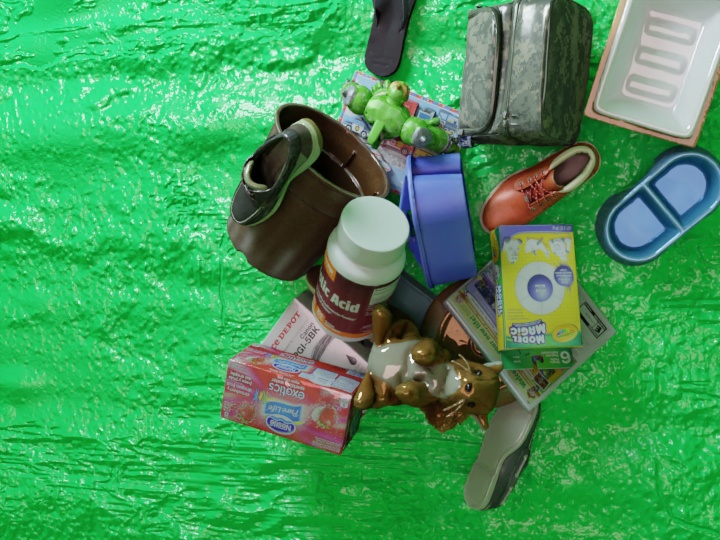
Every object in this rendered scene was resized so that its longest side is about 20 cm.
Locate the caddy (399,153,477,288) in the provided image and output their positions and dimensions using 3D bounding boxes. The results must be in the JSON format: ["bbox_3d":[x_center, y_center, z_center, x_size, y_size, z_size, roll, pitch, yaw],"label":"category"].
[{"bbox_3d":[0.107,-0.072,1.116,0.103,0.142,0.203,-9,122,9],"label":"caddy"}]

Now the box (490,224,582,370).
[{"bbox_3d":[0.251,0.038,1.104,0.115,0.048,0.205,-2,83,-7],"label":"box"}]

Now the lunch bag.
[{"bbox_3d":[0.218,-0.271,1.080,0.166,0.138,0.205,10,99,42],"label":"lunch bag"}]

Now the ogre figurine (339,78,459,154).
[{"bbox_3d":[0.048,-0.220,1.119,0.098,0.120,0.201,-41,87,16],"label":"ogre figurine"}]

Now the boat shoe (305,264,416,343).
[{"bbox_3d":[-0.005,0.065,1.211,0.198,0.072,0.065,31,141,10],"label":"boat shoe"}]

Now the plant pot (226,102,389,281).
[{"bbox_3d":[-0.090,-0.105,1.153,0.200,0.200,0.199,43,120,6],"label":"plant pot"}]

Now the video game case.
[{"bbox_3d":[0.249,0.069,1.133,0.181,0.022,0.201,-38,87,-11],"label":"video game case"}]

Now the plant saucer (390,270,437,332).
[{"bbox_3d":[0.118,0.083,1.210,0.199,0.019,0.070,37,105,7],"label":"plant saucer"}]

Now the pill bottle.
[{"bbox_3d":[0.000,0.000,1.088,0.113,0.115,0.202,29,140,9],"label":"pill bottle"}]

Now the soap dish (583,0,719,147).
[{"bbox_3d":[0.410,-0.288,1.052,0.154,0.081,0.204,18,101,11],"label":"soap dish"}]

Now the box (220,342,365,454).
[{"bbox_3d":[-0.098,0.188,1.151,0.196,0.100,0.098,14,102,12],"label":"box"}]

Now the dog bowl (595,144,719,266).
[{"bbox_3d":[0.425,-0.090,1.090,0.199,0.050,0.112,-42,86,15],"label":"dog bowl"}]

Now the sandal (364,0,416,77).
[{"bbox_3d":[0.046,-0.395,1.153,0.074,0.043,0.205,7,99,14],"label":"sandal"}]

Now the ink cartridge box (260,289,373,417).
[{"bbox_3d":[-0.060,0.152,1.231,0.199,0.083,0.148,40,106,6],"label":"ink cartridge box"}]

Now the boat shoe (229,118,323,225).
[{"bbox_3d":[-0.127,-0.126,1.017,0.200,0.065,0.073,-40,74,40],"label":"boat shoe"}]

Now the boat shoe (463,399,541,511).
[{"bbox_3d":[0.229,0.281,1.195,0.061,0.073,0.203,22,98,-33],"label":"boat shoe"}]

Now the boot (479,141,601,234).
[{"bbox_3d":[0.251,-0.117,1.104,0.198,0.107,0.076,-36,89,18],"label":"boot"}]

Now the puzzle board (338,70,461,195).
[{"bbox_3d":[0.055,-0.201,1.190,0.197,0.017,0.153,24,102,11],"label":"puzzle board"}]

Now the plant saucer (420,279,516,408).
[{"bbox_3d":[0.186,0.110,1.168,0.195,0.035,0.205,0,89,9],"label":"plant saucer"}]

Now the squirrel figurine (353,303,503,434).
[{"bbox_3d":[0.110,0.152,1.083,0.183,0.200,0.144,9,75,21],"label":"squirrel figurine"}]
